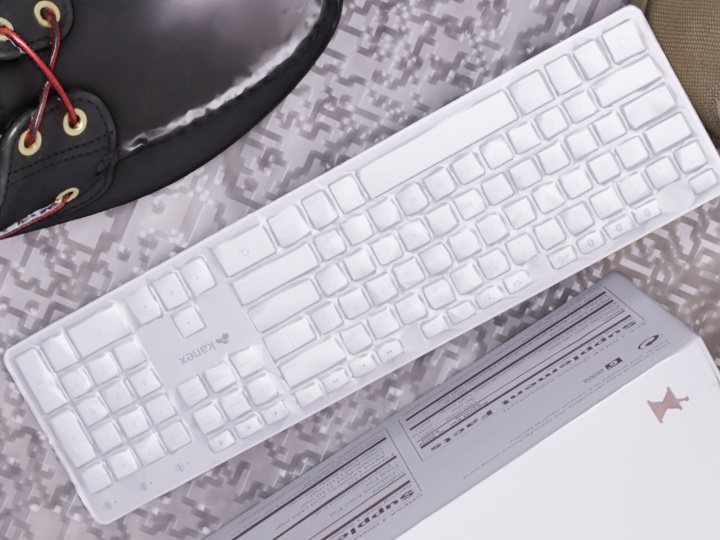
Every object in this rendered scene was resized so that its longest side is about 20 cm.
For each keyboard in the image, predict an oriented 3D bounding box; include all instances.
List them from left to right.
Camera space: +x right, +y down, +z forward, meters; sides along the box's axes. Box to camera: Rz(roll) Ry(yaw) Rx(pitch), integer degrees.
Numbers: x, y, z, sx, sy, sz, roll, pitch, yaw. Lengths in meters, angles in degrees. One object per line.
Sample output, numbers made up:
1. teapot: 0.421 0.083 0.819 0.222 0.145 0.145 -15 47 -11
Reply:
1. keyboard: 0.000 0.000 0.793 0.199 0.011 0.056 -29 102 10

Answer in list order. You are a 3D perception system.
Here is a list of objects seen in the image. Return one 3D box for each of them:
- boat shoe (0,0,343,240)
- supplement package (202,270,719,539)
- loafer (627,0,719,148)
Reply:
1. boat shoe: -0.096 -0.041 0.771 0.200 0.063 0.074 -21 98 -4
2. supplement package: 0.066 0.131 0.789 0.155 0.111 0.201 -33 100 -1
3. loafer: 0.171 -0.044 0.796 0.199 0.067 0.077 6 98 -7
